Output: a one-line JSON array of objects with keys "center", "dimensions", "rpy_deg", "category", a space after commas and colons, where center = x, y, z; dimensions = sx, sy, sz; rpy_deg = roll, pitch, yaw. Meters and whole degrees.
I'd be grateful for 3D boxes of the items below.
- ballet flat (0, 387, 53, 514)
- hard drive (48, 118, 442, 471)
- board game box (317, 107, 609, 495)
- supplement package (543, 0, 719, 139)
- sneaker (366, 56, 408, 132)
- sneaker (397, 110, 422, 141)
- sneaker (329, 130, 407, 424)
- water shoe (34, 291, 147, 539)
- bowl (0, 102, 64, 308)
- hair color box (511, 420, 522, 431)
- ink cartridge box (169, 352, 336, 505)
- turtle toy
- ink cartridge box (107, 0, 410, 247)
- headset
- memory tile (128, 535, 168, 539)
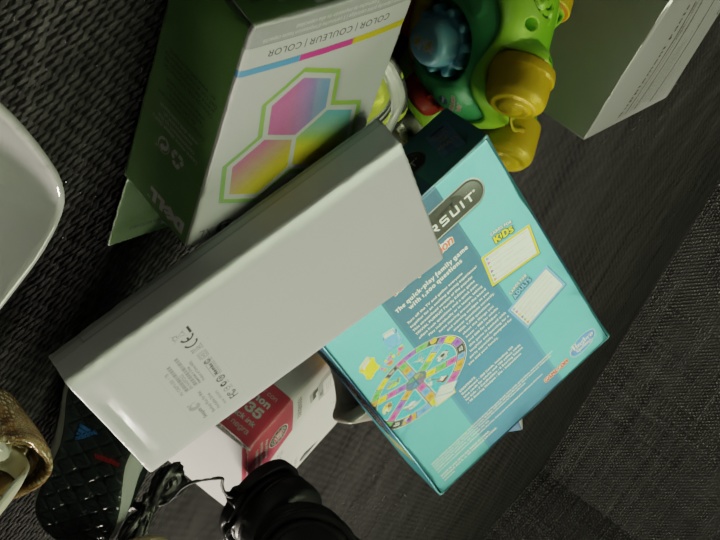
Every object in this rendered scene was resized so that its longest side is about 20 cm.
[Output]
[{"center": [-0.211, 0.106, 0.791], "dimensions": [0.200, 0.065, 0.071], "rpy_deg": [-30, 153, -58], "category": "ballet flat"}, {"center": [-0.053, 0.017, 0.883], "dimensions": [0.200, 0.026, 0.132], "rpy_deg": [-37, 152, -6], "category": "hard drive"}, {"center": [0.050, 0.023, 1.031], "dimensions": [0.151, 0.047, 0.200], "rpy_deg": [-42, 131, -7], "category": "board game box"}, {"center": [0.176, -0.190, 1.234], "dimensions": [0.120, 0.121, 0.200], "rpy_deg": [-60, 164, 26], "category": "supplement package"}, {"center": [-0.027, -0.072, 0.951], "dimensions": [0.076, 0.075, 0.200], "rpy_deg": [-47, 163, -26], "category": "sneaker"}, {"center": [0.070, -0.026, 1.170], "dimensions": [0.076, 0.200, 0.077], "rpy_deg": [-35, 156, 6], "category": "sneaker"}, {"center": [0.000, 0.000, 1.072], "dimensions": [0.090, 0.075, 0.200], "rpy_deg": [-26, 109, -36], "category": "sneaker"}, {"center": [-0.138, 0.073, 0.990], "dimensions": [0.200, 0.071, 0.079], "rpy_deg": [-58, -172, 30], "category": "water shoe"}, {"center": [-0.203, 0.007, 0.562], "dimensions": [0.200, 0.075, 0.200], "rpy_deg": [-53, 166, -7], "category": "bowl"}, {"center": [0.083, 0.015, 1.282], "dimensions": [0.100, 0.060, 0.200], "rpy_deg": [67, 20, -52], "category": "hair color box"}, {"center": [-0.045, 0.058, 1.185], "dimensions": [0.200, 0.083, 0.147], "rpy_deg": [-47, 164, -24], "category": "ink cartridge box"}, {"center": [0.074, -0.142, 1.053], "dimensions": [0.200, 0.101, 0.146], "rpy_deg": [94, 11, -69], "category": "turtle toy"}, {"center": [-0.052, -0.075, 0.840], "dimensions": [0.104, 0.059, 0.200], "rpy_deg": [-22, 149, -36], "category": "ink cartridge box"}, {"center": [-0.056, 0.178, 1.079], "dimensions": [0.200, 0.123, 0.094], "rpy_deg": [35, 91, -31], "category": "headset"}, {"center": [-0.208, 0.223, 1.011], "dimensions": [0.200, 0.017, 0.153], "rpy_deg": [-16, 146, -23], "category": "memory tile"}]
